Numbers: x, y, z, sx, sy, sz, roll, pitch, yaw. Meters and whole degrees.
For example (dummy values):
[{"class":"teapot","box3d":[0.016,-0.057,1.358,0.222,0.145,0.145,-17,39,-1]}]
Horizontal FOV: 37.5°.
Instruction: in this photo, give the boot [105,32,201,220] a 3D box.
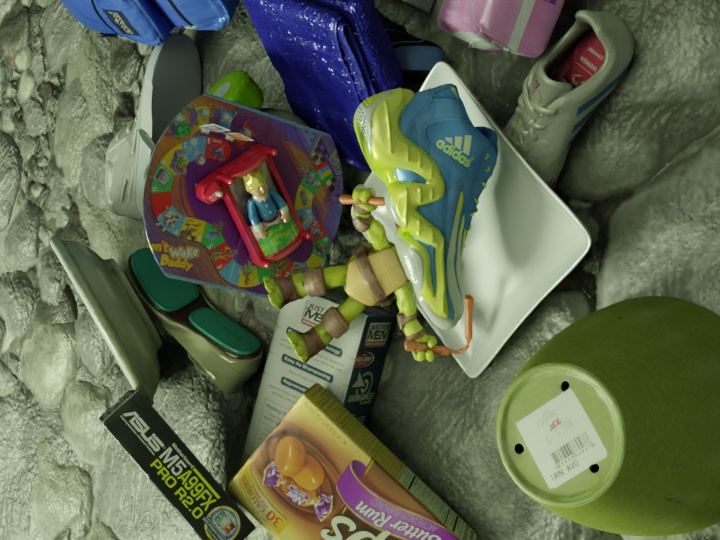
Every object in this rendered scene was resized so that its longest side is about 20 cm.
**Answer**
[{"class":"boot","box3d":[-0.233,-0.155,1.144,0.094,0.073,0.204,7,86,39]}]

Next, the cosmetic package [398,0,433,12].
[{"class":"cosmetic package","box3d":[0.059,-0.348,0.966,0.082,0.050,0.203,29,104,33]}]

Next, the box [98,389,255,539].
[{"class":"box","box3d":[-0.177,0.186,0.994,0.044,0.200,0.161,-40,94,-16]}]

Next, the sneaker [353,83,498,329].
[{"class":"sneaker","box3d":[0.071,-0.052,0.827,0.103,0.076,0.202,-21,116,0]}]

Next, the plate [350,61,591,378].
[{"class":"plate","box3d":[0.091,-0.042,0.904,0.201,0.032,0.200,53,138,19]}]

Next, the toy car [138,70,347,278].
[{"class":"toy car","box3d":[-0.140,-0.092,1.031,0.158,0.164,0.199,-51,34,-12]}]

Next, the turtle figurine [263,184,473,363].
[{"class":"turtle figurine","box3d":[0.000,0.000,0.917,0.159,0.064,0.203,-24,102,5]}]

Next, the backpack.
[{"class":"backpack","box3d":[-0.207,-0.317,1.073,0.197,0.162,0.170,17,79,23]}]

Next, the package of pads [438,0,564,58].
[{"class":"package of pads","box3d":[0.137,-0.280,0.871,0.121,0.075,0.203,-136,64,-69]}]

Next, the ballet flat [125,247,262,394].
[{"class":"ballet flat","box3d":[-0.181,0.056,1.106,0.199,0.069,0.070,40,109,28]}]

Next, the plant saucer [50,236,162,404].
[{"class":"plant saucer","box3d":[-0.254,0.045,1.109,0.050,0.201,0.201,-30,65,-15]}]

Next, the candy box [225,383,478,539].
[{"class":"candy box","box3d":[-0.007,0.212,0.930,0.200,0.056,0.117,43,101,6]}]

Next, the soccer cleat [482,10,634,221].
[{"class":"soccer cleat","box3d":[0.147,-0.126,0.873,0.070,0.086,0.202,41,110,28]}]

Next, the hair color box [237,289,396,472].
[{"class":"hair color box","box3d":[-0.043,0.123,1.004,0.099,0.060,0.204,19,98,31]}]

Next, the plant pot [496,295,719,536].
[{"class":"plant pot","box3d":[0.184,0.111,0.768,0.184,0.199,0.191,-2,86,33]}]

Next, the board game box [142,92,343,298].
[{"class":"board game box","box3d":[-0.090,-0.057,0.923,0.039,0.198,0.161,19,94,56]}]

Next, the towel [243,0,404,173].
[{"class":"towel","box3d":[-0.026,-0.170,0.938,0.146,0.201,0.050,20,60,33]}]

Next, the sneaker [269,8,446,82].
[{"class":"sneaker","box3d":[-0.003,-0.223,0.991,0.197,0.070,0.079,13,95,33]}]
